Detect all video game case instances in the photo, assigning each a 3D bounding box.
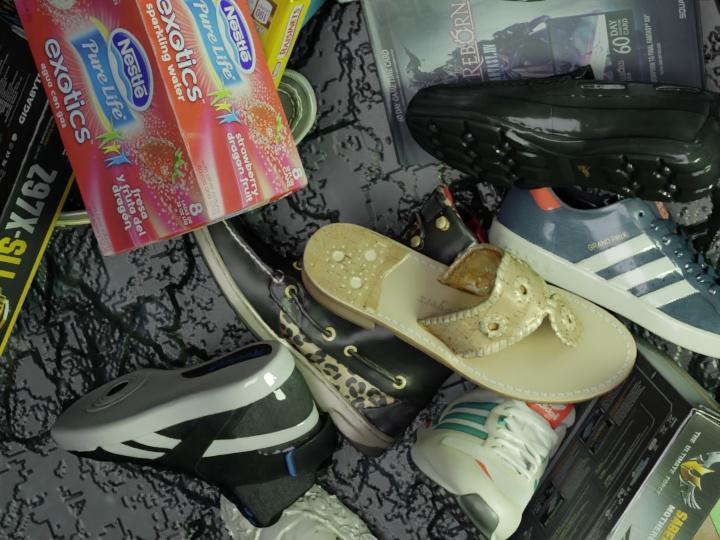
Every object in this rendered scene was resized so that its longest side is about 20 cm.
[{"bbox_3d":[0.109,-0.129,1.384,0.198,0.019,0.144,-6,136,9],"label":"video game case"}]

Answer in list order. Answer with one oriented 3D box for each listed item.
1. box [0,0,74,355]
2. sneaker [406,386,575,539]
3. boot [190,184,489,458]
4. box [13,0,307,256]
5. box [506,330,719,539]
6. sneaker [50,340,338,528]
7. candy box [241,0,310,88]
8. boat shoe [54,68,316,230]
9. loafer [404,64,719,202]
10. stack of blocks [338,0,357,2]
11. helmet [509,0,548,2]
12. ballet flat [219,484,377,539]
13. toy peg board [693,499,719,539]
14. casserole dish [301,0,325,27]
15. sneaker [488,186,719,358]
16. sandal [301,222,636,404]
[{"bbox_3d":[-0.251,-0.068,1.436,0.159,0.049,0.201,32,103,40],"label":"box"},{"bbox_3d":[0.084,0.101,1.371,0.093,0.200,0.070,-41,95,5],"label":"sneaker"},{"bbox_3d":[0.000,0.000,1.431,0.150,0.073,0.200,-38,92,11],"label":"boot"},{"bbox_3d":[-0.122,-0.122,1.341,0.095,0.099,0.202,-17,93,38],"label":"box"},{"bbox_3d":[0.140,0.148,1.379,0.048,0.158,0.201,30,98,-18],"label":"box"},{"bbox_3d":[-0.103,0.120,1.447,0.199,0.073,0.112,-15,113,38],"label":"sneaker"},{"bbox_3d":[-0.123,-0.175,1.407,0.199,0.026,0.103,36,124,23],"label":"candy box"},{"bbox_3d":[-0.124,-0.075,1.447,0.200,0.060,0.073,-19,94,11],"label":"boat shoe"},{"bbox_3d":[0.125,-0.088,1.366,0.199,0.068,0.071,8,58,22],"label":"loafer"},{"bbox_3d":[0.082,-0.208,1.399,0.198,0.059,0.116,-7,96,10],"label":"stack of blocks"},{"bbox_3d":[0.087,-0.245,1.266,0.198,0.200,0.192,-14,100,10],"label":"helmet"},{"bbox_3d":[-0.008,0.200,1.463,0.199,0.072,0.072,38,101,3],"label":"ballet flat"},{"bbox_3d":[0.273,0.188,1.400,0.199,0.098,0.200,-26,92,11],"label":"toy peg board"},{"bbox_3d":[-0.062,-0.213,1.392,0.121,0.039,0.200,53,126,11],"label":"casserole dish"},{"bbox_3d":[0.181,-0.013,1.401,0.199,0.075,0.085,24,103,5],"label":"sneaker"},{"bbox_3d":[0.066,0.017,1.346,0.210,0.070,0.078,19,66,4],"label":"sandal"}]
